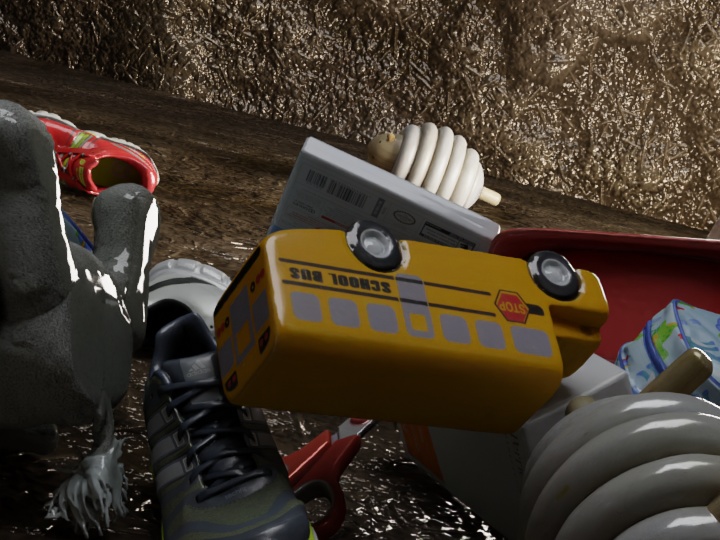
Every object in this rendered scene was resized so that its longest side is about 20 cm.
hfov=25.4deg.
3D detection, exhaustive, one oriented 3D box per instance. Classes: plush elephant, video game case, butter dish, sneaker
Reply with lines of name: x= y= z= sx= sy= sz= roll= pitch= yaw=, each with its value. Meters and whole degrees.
plush elephant: x=-0.194 y=0.037 z=0.796 sx=0.153 sy=0.203 sz=0.165 roll=-8 pitch=-10 yaw=17
video game case: x=0.000 y=0.000 z=1.123 sx=0.142 sy=0.201 sz=0.018 roll=24 pitch=53 yaw=-2
butter dish: x=0.176 y=0.074 z=1.074 sx=0.197 sy=0.149 sz=0.200 roll=4 pitch=-29 yaw=1
sneaker: x=-0.073 y=0.086 z=0.767 sx=0.073 sy=0.082 sz=0.200 roll=-16 pitch=23 yaw=-14
sneaker: x=-0.314 y=-0.122 z=1.742 sx=0.198 sy=0.078 sz=0.085 roll=8 pitch=16 yaw=-21
sneaker: x=-0.073 y=0.050 z=1.127 sx=0.198 sy=0.075 sz=0.080 roll=10 pitch=23 yaw=14

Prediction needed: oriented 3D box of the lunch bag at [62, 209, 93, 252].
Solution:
lunch bag: x=-0.235 y=-0.001 z=0.962 sx=0.199 sy=0.083 sz=0.161 roll=20 pitch=-25 yaw=30

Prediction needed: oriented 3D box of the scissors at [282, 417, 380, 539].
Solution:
scissors: x=-0.012 y=0.086 z=0.849 sx=0.072 sy=0.014 sz=0.200 roll=-2 pitch=29 yaw=28

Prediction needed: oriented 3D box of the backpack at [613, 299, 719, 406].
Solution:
backpack: x=0.235 y=0.103 z=0.947 sx=0.197 sy=0.155 sz=0.164 roll=7 pitch=32 yaw=3

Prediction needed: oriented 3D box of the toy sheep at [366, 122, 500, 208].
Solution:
toy sheep: x=0.102 y=-0.138 z=2.204 sx=0.198 sy=0.139 sz=0.138 roll=18 pitch=9 yaw=-6

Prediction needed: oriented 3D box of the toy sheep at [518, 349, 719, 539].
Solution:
toy sheep: x=0.136 y=0.116 z=0.726 sx=0.136 sy=0.139 sz=0.200 roll=10 pitch=23 yaw=-13

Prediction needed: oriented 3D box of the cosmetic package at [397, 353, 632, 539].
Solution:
cosmetic package: x=0.085 y=0.086 z=0.927 sx=0.071 sy=0.102 sz=0.200 roll=-23 pitch=21 yaw=-17

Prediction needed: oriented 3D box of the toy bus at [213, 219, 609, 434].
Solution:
toy bus: x=0.031 y=0.030 z=0.782 sx=0.198 sy=0.065 sz=0.079 roll=9 pitch=50 yaw=-28

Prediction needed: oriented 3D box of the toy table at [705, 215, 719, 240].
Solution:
toy table: x=0.310 y=0.050 z=1.324 sx=0.116 sy=0.185 sz=0.200 roll=31 pitch=5 yaw=10
